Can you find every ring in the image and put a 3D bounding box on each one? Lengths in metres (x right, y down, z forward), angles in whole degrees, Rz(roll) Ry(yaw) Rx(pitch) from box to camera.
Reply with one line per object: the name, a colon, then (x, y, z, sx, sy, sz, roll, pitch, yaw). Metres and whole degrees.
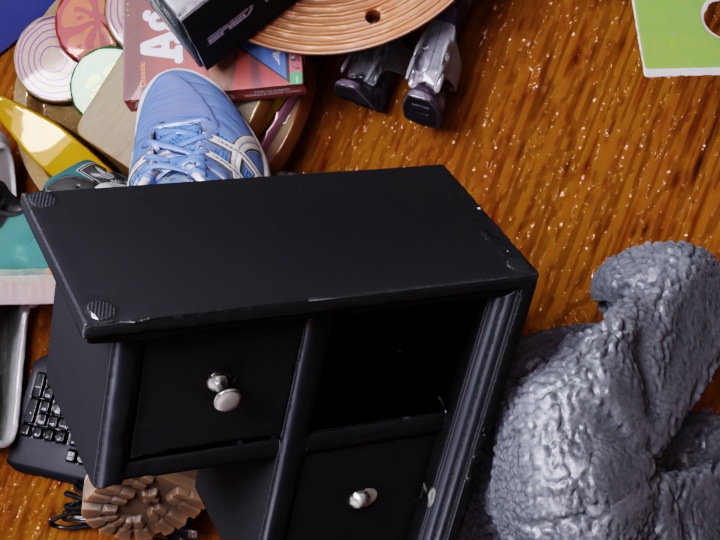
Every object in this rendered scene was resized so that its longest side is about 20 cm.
ring: (-0.017, -0.211, 0.865, 0.200, 0.019, 0.201, -2, 74, 7)

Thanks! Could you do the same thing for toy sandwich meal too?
toy sandwich meal: (-0.131, -0.110, 0.931, 0.205, 0.070, 0.205, -3, 79, 16)

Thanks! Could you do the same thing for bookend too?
bookend: (-0.049, 0.064, 0.682, 0.092, 0.200, 0.199, 54, 140, 46)

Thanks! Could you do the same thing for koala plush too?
koala plush: (0.081, 0.095, 0.788, 0.200, 0.184, 0.178, -10, 99, 43)

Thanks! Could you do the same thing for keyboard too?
keyboard: (-0.119, 0.110, 0.903, 0.200, 0.040, 0.104, 8, 81, 19)

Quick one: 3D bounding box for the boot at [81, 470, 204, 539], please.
boot: (-0.075, 0.057, 0.838, 0.200, 0.075, 0.107, -32, 37, 28)

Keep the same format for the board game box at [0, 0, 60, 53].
board game box: (-0.278, -0.242, 0.986, 0.159, 0.097, 0.200, -37, 72, 7)

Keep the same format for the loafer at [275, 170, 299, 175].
loafer: (0.000, 0.000, 0.838, 0.200, 0.072, 0.063, 35, 106, 59)

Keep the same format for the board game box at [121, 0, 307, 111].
board game box: (-0.087, -0.192, 0.886, 0.103, 0.019, 0.200, -6, 74, 6)

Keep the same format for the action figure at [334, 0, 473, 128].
action figure: (0.053, -0.184, 0.893, 0.130, 0.069, 0.200, 17, 82, 24)

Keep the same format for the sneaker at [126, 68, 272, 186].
sneaker: (-0.081, -0.036, 0.776, 0.076, 0.077, 0.200, -13, 51, -2)

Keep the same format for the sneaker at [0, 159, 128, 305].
sneaker: (-0.134, -0.023, 0.854, 0.200, 0.071, 0.080, -3, 91, 18)

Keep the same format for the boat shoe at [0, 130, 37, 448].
boat shoe: (-0.224, 0.010, 0.938, 0.065, 0.074, 0.200, 4, 92, 24)

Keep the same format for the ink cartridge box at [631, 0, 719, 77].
ink cartridge box: (0.178, -0.187, 0.817, 0.148, 0.076, 0.200, -4, 78, -19)

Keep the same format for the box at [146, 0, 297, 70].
box: (-0.085, -0.239, 0.816, 0.164, 0.086, 0.200, -39, 81, -4)
